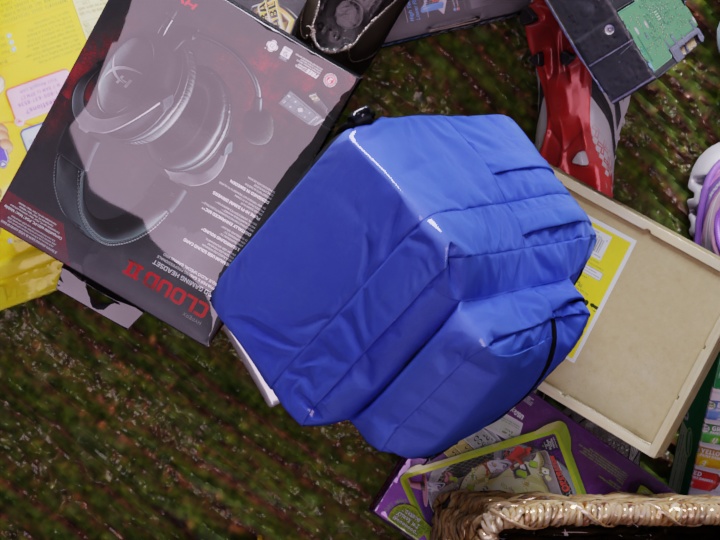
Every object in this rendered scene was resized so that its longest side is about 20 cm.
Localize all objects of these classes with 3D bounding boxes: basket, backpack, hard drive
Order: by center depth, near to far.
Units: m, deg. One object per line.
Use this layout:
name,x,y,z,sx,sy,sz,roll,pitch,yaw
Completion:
backpack,0.041,0.008,0.888,0.162,0.200,0.168,-42,78,31
basket,0.146,0.201,0.897,0.198,0.149,0.144,2,84,-10
hard drive,0.132,-0.206,0.950,0.038,0.140,0.201,-31,94,31

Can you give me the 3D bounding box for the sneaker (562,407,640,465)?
sneaker,0.135,0.179,1.036,0.077,0.082,0.201,23,92,-4

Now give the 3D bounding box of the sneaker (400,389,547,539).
sneaker,0.060,0.136,1.046,0.079,0.077,0.201,24,88,15

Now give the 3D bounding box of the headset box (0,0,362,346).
headset box,-0.111,-0.064,0.918,0.148,0.077,0.201,31,96,-2

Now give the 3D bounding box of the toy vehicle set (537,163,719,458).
toy vehicle set,0.129,0.011,0.971,0.199,0.026,0.125,31,102,21

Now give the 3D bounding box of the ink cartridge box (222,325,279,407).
ink cartridge box,0.000,0.000,1.042,0.199,0.037,0.095,-31,95,2

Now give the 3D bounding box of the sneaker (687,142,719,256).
sneaker,0.253,0.015,1.027,0.080,0.088,0.202,1,97,-5

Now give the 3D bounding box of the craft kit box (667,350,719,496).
craft kit box,0.310,0.104,1.016,0.196,0.049,0.201,1,119,-7

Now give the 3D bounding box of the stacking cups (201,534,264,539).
stacking cups,-0.162,0.208,1.037,0.198,0.061,0.061,-1,94,-2

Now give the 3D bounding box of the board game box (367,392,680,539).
board game box,0.118,0.157,0.984,0.199,0.032,0.120,35,76,-5

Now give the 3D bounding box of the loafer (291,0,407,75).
loafer,0.022,-0.206,0.964,0.073,0.071,0.201,24,94,-5

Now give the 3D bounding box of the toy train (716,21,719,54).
toy train,0.293,-0.160,1.014,0.113,0.085,0.201,-16,90,-37

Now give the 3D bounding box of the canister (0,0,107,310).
canister,-0.199,-0.093,1.002,0.148,0.087,0.201,-19,93,0

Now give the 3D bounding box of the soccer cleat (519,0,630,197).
soccer cleat,0.146,-0.093,1.024,0.068,0.085,0.202,6,106,39

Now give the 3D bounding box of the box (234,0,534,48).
box,-0.005,-0.244,1.018,0.197,0.050,0.201,-14,95,-1
